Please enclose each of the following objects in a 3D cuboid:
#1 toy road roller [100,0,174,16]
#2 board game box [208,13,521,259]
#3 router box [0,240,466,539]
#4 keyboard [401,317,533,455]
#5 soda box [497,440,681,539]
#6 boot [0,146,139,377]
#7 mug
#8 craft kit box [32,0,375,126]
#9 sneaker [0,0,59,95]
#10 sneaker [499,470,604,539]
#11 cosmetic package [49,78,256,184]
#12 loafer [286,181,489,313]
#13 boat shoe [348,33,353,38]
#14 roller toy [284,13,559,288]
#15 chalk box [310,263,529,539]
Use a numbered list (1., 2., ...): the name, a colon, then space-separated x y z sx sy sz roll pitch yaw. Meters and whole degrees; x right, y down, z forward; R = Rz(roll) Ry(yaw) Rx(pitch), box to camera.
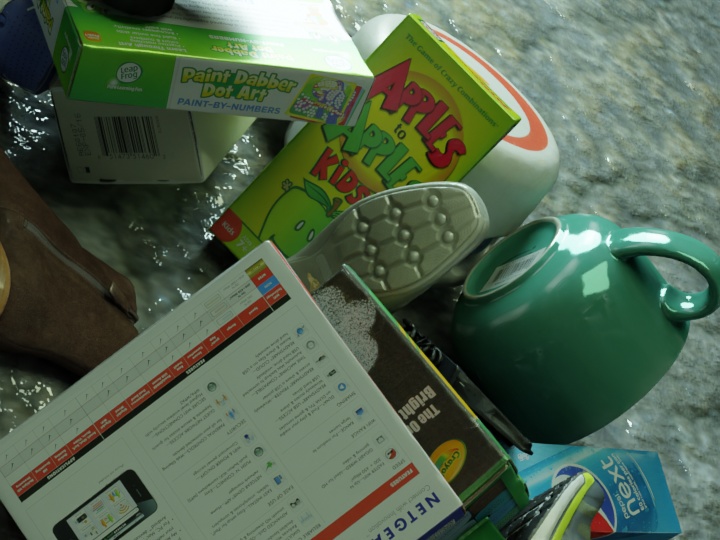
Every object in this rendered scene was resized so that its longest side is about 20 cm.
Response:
1. toy road roller: -0.115 -0.252 1.141 0.145 0.123 0.200 -6 44 -37
2. board game box: 0.003 -0.065 1.237 0.102 0.200 0.048 45 11 3
3. router box: -0.075 0.116 0.977 0.180 0.199 0.049 53 -4 14
4. keyboard: 0.053 0.080 1.219 0.104 0.040 0.200 46 -2 -7
5. soda box: 0.123 0.159 1.231 0.199 0.068 0.065 8 58 -41
6. boot: -0.211 -0.025 1.114 0.166 0.072 0.201 32 32 -37
7. mug: 0.151 0.023 1.296 0.115 0.185 0.152 50 -1 -16
8. craft kit box: -0.114 -0.175 1.185 0.198 0.049 0.198 4 37 -27
9. sneaker: -0.286 -0.181 1.187 0.199 0.081 0.115 42 37 10
10. sneaker: 0.108 0.199 1.083 0.081 0.074 0.200 45 42 -11
11. cosmetic package: -0.122 -0.134 1.258 0.200 0.103 0.074 -61 147 -56
12. loafer: 0.000 0.000 1.169 0.070 0.199 0.070 1 66 -61
13. boat shoe: -0.031 -0.167 1.435 0.199 0.069 0.057 11 43 -37
14. roller toy: 0.040 -0.085 1.353 0.199 0.140 0.183 26 26 -29
15. chalk box: 0.016 0.122 1.062 0.200 0.125 0.124 51 -2 19
